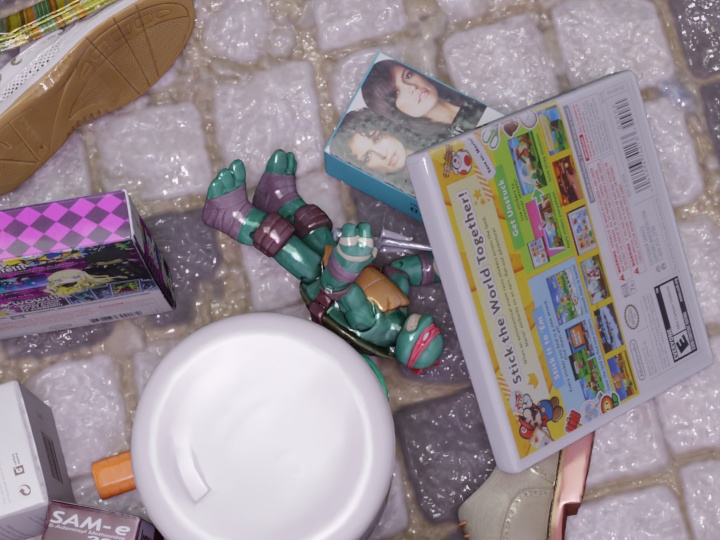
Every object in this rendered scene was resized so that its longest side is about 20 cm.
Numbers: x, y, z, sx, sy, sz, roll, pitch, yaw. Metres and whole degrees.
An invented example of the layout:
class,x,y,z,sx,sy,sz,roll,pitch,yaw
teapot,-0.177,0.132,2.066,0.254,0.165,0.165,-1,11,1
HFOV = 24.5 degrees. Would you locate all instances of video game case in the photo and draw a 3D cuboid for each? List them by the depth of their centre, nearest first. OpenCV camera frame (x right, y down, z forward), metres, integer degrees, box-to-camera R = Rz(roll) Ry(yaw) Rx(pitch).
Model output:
class,x,y,z,sx,sy,sz,roll,pitch,yaw
video game case,0.128,-0.003,1.021,0.181,0.023,0.202,-23,101,-32
video game case,-0.225,0.006,1.025,0.198,0.181,0.036,-10,76,0

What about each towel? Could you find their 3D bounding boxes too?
class,x,y,z,sx,sy,sz,roll,pitch,yaw
towel,-0.170,-0.200,1.129,0.199,0.086,0.018,-26,113,-5

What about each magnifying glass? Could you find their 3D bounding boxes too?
class,x,y,z,sx,sy,sz,roll,pitch,yaw
magnifying glass,-0.077,0.106,1.080,0.198,0.022,0.080,-18,77,-5

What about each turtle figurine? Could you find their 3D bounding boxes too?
class,x,y,z,sx,sy,sz,roll,pitch,yaw
turtle figurine,0.000,0.000,1.053,0.199,0.150,0.101,35,97,17

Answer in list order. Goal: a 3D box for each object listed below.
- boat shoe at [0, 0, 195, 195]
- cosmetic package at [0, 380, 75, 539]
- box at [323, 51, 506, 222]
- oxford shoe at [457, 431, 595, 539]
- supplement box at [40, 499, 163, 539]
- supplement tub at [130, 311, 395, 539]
class,x,y,z,sx,sy,sz,roll,pitch,yaw
boat shoe,-0.203,-0.135,1.118,0.200,0.071,0.069,-39,49,-16
cosmetic package,-0.287,0.146,1.030,0.198,0.108,0.085,-17,76,-4
box,0.081,-0.062,1.101,0.199,0.049,0.083,27,78,7
oxford shoe,0.092,0.179,1.036,0.073,0.071,0.201,14,66,8
supplement box,-0.172,0.247,1.001,0.060,0.109,0.202,9,77,4
supplement tub,-0.052,0.110,0.966,0.143,0.200,0.146,0,78,0
